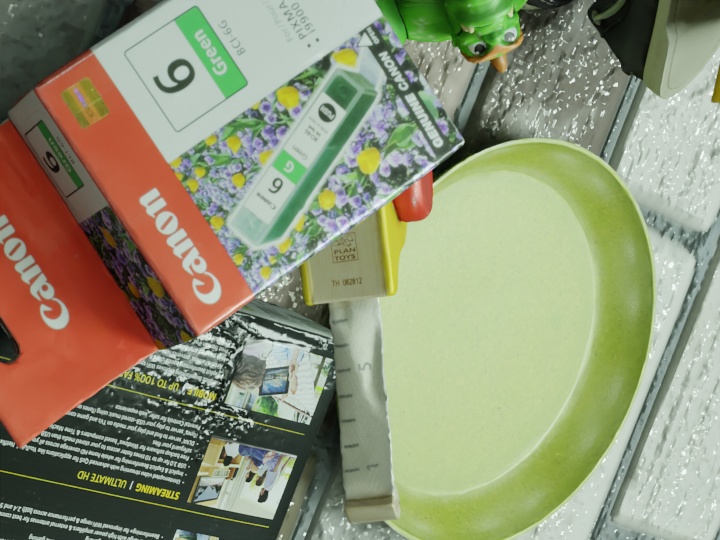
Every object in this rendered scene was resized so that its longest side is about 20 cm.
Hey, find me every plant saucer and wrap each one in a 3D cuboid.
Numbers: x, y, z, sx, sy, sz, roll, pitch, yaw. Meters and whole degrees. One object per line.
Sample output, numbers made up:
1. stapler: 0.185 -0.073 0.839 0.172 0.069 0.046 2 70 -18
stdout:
1. plant saucer: 0.060 0.033 1.031 0.199 0.031 0.202 -14 112 -35

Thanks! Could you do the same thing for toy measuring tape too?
1. toy measuring tape: 0.000 0.000 0.904 0.073 0.073 0.202 -10 95 -37

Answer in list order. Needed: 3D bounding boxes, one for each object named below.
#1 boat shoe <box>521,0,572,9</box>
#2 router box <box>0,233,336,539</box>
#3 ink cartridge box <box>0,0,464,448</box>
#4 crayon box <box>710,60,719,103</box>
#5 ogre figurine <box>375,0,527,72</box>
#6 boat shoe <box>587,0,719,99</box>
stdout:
1. boat shoe: 0.085 -0.208 0.947 0.072 0.065 0.202 -18 116 -36
2. router box: -0.112 0.070 0.885 0.199 0.051 0.150 19 94 -42
3. ink cartridge box: -0.070 -0.035 0.804 0.200 0.050 0.109 -36 97 -23
4. crayon box: 0.213 -0.169 0.920 0.200 0.058 0.174 -38 143 -61
5. ogre figurine: 0.036 -0.151 0.902 0.199 0.098 0.120 -35 135 -16
6. boat shoe: 0.133 -0.156 0.931 0.073 0.063 0.201 -38 155 -25
